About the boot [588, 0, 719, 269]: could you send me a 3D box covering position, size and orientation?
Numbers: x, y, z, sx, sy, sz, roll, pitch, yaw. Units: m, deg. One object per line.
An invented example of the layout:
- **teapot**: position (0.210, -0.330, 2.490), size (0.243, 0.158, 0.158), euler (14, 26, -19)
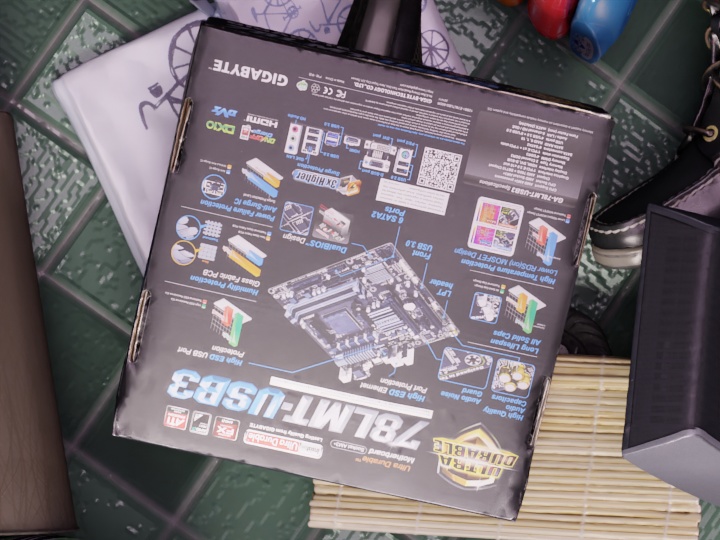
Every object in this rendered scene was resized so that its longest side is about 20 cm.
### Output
- **boot**: position (0.179, -0.105, 1.345), size (0.203, 0.073, 0.154), euler (-29, 109, -12)

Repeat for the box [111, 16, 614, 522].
- **box**: position (0.000, 0.000, 1.268), size (0.199, 0.050, 0.199), euler (12, 100, -3)

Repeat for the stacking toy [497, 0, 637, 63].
- **stacking toy**: position (0.055, -0.194, 1.341), size (0.200, 0.116, 0.110), euler (26, 85, 5)

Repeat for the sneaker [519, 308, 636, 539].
- **sneaker**: position (0.113, 0.118, 1.361), size (0.075, 0.076, 0.201), euler (-14, 74, 14)

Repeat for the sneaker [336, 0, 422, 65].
- **sneaker**: position (0.033, -0.044, 1.325), size (0.114, 0.076, 0.200), euler (4, 94, -8)

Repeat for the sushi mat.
- **sushi mat**: position (0.073, 0.085, 1.334), size (0.199, 0.012, 0.096), euler (2, 76, 16)

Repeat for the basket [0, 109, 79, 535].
- **basket**: position (-0.221, 0.024, 1.291), size (0.180, 0.136, 0.201), euler (2, 87, -8)

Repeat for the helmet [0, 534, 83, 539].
- **helmet**: position (-0.161, 0.219, 1.265), size (0.199, 0.200, 0.191), euler (12, 92, -6)

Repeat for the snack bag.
- **snack bag**: position (-0.035, -0.058, 1.363), size (0.200, 0.021, 0.189), euler (-24, 94, -5)

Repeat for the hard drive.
- **hard drive**: position (0.200, 0.050, 1.311), size (0.200, 0.042, 0.135), euler (22, 71, -47)
